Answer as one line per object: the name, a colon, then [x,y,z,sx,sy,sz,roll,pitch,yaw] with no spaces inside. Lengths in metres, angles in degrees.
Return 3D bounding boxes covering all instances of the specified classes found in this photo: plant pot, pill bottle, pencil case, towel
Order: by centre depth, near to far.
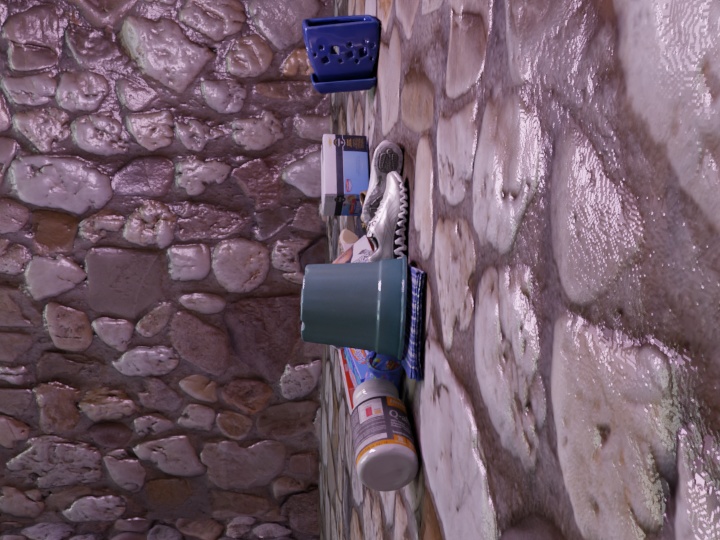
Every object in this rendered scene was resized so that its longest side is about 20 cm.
towel: [0.098,0.094,1.334,0.145,0.024,0.202,-134,47,-84]
pill bottle: [0.041,0.308,1.371,0.201,0.115,0.117,-100,13,-55]
plant pot: [-0.012,0.068,1.384,0.200,0.194,0.203,2,-90,-88]
pencil case: [0.041,0.250,1.511,0.078,0.086,0.201,-65,-14,-52]
plant pot: [-0.052,-0.584,1.941,0.200,0.198,0.182,-106,11,-66]

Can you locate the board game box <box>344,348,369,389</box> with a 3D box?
board game box: [0.007,0.243,1.658,0.201,0.045,0.153,80,169,-47]

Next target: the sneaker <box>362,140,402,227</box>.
sneaker: [0.052,-0.188,1.564,0.100,0.077,0.202,-89,11,-67]

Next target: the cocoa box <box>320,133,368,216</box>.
cocoa box: [-0.046,-0.274,2.077,0.134,0.130,0.202,105,164,-66]

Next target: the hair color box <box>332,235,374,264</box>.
hair color box: [0.000,0.000,1.665,0.064,0.111,0.200,48,-173,-17]

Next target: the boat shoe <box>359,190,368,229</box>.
boat shoe: [0.033,-0.122,1.680,0.201,0.066,0.075,-99,11,-53]

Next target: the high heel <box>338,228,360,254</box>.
high heel: [-0.039,-0.028,2.223,0.201,0.071,0.144,-112,28,-50]

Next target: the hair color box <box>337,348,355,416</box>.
hair color box: [-0.013,0.288,1.897,0.111,0.063,0.202,-150,48,-82]

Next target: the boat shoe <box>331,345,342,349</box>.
boat shoe: [-0.035,0.125,1.879,0.068,0.071,0.200,-52,6,28]

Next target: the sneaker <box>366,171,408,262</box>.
sneaker: [0.054,-0.102,1.458,0.075,0.080,0.202,172,100,-85]
